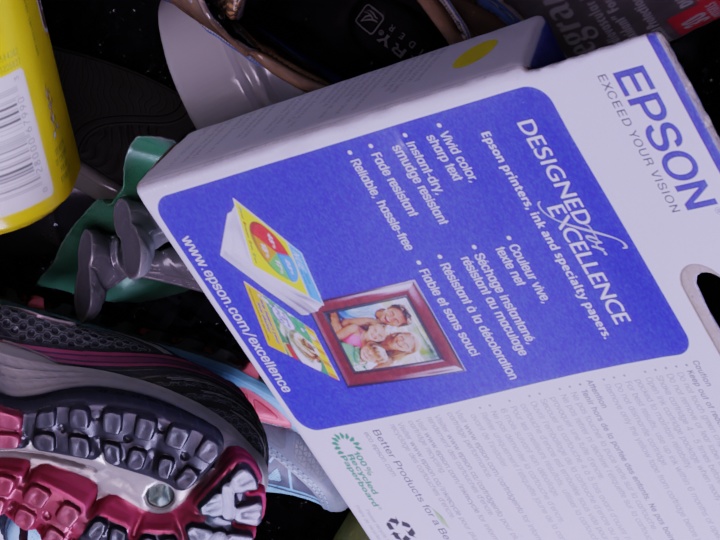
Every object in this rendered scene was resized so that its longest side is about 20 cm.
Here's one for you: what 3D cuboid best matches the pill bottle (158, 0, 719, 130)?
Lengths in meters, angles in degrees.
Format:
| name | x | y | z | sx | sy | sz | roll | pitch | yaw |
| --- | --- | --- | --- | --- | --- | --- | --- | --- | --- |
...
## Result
| name | x | y | z | sx | sy | sz | roll | pitch | yaw |
| --- | --- | --- | --- | --- | --- | --- | --- | --- | --- |
| pill bottle | 0.034 | -0.104 | 0.850 | 0.199 | 0.111 | 0.111 | -26 | 109 | 16 |

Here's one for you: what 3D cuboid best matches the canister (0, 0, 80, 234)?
| name | x | y | z | sx | sy | sz | roll | pitch | yaw |
| --- | --- | --- | --- | --- | --- | --- | --- | --- | --- |
| canister | -0.181 | -0.107 | 0.804 | 0.147 | 0.087 | 0.201 | -9 | 113 | 6 |

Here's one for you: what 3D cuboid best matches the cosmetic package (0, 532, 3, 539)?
| name | x | y | z | sx | sy | sz | roll | pitch | yaw |
| --- | --- | --- | --- | --- | --- | --- | --- | --- | --- |
| cosmetic package | -0.153 | 0.095 | 0.970 | 0.198 | 0.081 | 0.114 | 16 | 114 | -2 |

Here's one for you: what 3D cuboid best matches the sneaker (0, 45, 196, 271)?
| name | x | y | z | sx | sy | sz | roll | pitch | yaw |
| --- | --- | --- | --- | --- | --- | --- | --- | --- | --- |
| sneaker | -0.130 | -0.025 | 0.931 | 0.199 | 0.075 | 0.107 | 23 | 127 | -6 |

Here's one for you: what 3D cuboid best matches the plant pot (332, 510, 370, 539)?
| name | x | y | z | sx | sy | sz | roll | pitch | yaw |
| --- | --- | --- | --- | --- | --- | --- | --- | --- | --- |
| plant pot | 0.051 | 0.143 | 0.928 | 0.199 | 0.200 | 0.185 | 22 | 102 | -4 |

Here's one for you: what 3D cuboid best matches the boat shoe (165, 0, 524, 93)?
| name | x | y | z | sx | sy | sz | roll | pitch | yaw |
| --- | --- | --- | --- | --- | --- | --- | --- | --- | --- |
| boat shoe | -0.028 | -0.103 | 0.772 | 0.199 | 0.072 | 0.073 | 31 | 99 | 12 |

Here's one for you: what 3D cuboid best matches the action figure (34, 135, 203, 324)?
| name | x | y | z | sx | sy | sz | roll | pitch | yaw |
| --- | --- | --- | --- | --- | --- | --- | --- | --- | --- |
| action figure | 0.000 | 0.000 | 0.866 | 0.199 | 0.055 | 0.118 | 5 | 159 | -29 |

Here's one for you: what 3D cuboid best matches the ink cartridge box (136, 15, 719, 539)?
| name | x | y | z | sx | sy | sz | roll | pitch | yaw |
| --- | --- | --- | --- | --- | --- | --- | --- | --- | --- |
| ink cartridge box | 0.059 | 0.023 | 0.738 | 0.199 | 0.047 | 0.198 | -14 | 117 | 38 |

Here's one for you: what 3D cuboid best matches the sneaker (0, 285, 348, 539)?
| name | x | y | z | sx | sy | sz | roll | pitch | yaw |
| --- | --- | --- | --- | --- | --- | --- | --- | --- | --- |
| sneaker | -0.097 | 0.066 | 0.894 | 0.199 | 0.079 | 0.096 | 16 | 84 | -3 |

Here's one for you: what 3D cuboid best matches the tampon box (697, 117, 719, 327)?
| name | x | y | z | sx | sy | sz | roll | pitch | yaw |
| --- | --- | --- | --- | --- | --- | --- | --- | --- | --- |
| tampon box | 0.204 | 0.005 | 0.832 | 0.150 | 0.200 | 0.126 | 43 | 111 | -12 |

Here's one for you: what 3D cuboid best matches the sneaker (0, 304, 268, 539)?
| name | x | y | z | sx | sy | sz | roll | pitch | yaw |
| --- | --- | --- | --- | --- | --- | --- | --- | --- | --- |
| sneaker | -0.127 | 0.045 | 0.814 | 0.199 | 0.075 | 0.081 | 22 | 112 | -8 |
